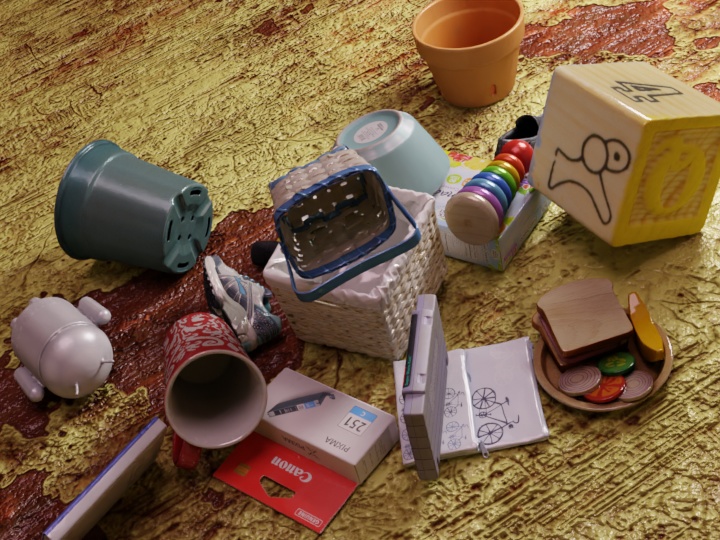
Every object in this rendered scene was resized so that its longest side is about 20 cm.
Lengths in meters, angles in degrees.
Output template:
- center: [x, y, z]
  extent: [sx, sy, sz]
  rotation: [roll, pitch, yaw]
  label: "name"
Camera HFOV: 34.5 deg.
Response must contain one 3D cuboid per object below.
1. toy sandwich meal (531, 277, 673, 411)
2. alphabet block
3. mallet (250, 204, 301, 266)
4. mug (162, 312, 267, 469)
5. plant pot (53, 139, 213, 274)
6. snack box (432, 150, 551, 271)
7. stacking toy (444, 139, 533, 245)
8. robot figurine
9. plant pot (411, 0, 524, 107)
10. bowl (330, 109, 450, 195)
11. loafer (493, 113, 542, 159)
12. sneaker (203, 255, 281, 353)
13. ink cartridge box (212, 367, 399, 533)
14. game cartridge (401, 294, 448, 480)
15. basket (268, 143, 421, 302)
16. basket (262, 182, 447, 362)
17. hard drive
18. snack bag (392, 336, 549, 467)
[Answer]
- center: [0.314, 0.095, 1.522]
  extent: [0.201, 0.071, 0.207]
  rotation: [-9, 41, 8]
  label: "toy sandwich meal"
- center: [0.386, -0.172, 1.666]
  extent: [0.194, 0.198, 0.200]
  rotation: [-10, 36, -30]
  label: "alphabet block"
- center: [-0.122, -0.074, 1.889]
  extent: [0.065, 0.042, 0.201]
  rotation: [-3, 37, 18]
  label: "mallet"
- center: [-0.223, 0.152, 1.568]
  extent: [0.177, 0.134, 0.200]
  rotation: [-43, 22, 0]
  label: "mug"
- center: [-0.356, -0.092, 1.873]
  extent: [0.193, 0.202, 0.201]
  rotation: [15, 49, 22]
  label: "plant pot"
- center: [0.169, -0.097, 1.789]
  extent: [0.198, 0.068, 0.169]
  rotation: [16, 50, 33]
  label: "snack box"
- center: [0.199, -0.127, 1.709]
  extent: [0.084, 0.086, 0.201]
  rotation: [11, 42, 28]
  label: "stacking toy"
- center: [-0.441, 0.115, 1.716]
  extent: [0.199, 0.113, 0.171]
  rotation: [30, 78, 41]
  label: "robot figurine"
- center: [0.197, -0.384, 2.048]
  extent: [0.196, 0.142, 0.202]
  rotation: [-9, 41, 8]
  label: "plant pot"
- center: [0.031, -0.175, 1.808]
  extent: [0.198, 0.106, 0.202]
  rotation: [-19, 33, 13]
  label: "bowl"
- center: [0.280, -0.220, 1.875]
  extent: [0.067, 0.071, 0.200]
  rotation: [15, 37, 34]
  label: "loafer"
- center: [-0.180, 0.046, 1.753]
  extent: [0.085, 0.079, 0.201]
  rotation: [-16, 46, -19]
  label: "sneaker"
- center: [-0.076, 0.230, 1.521]
  extent: [0.198, 0.045, 0.176]
  rotation: [19, 50, 34]
  label: "ink cartridge box"
- center: [0.082, 0.143, 1.467]
  extent: [0.038, 0.131, 0.202]
  rotation: [-6, 42, 15]
  label: "game cartridge"
- center: [-0.026, -0.060, 1.504]
  extent: [0.174, 0.140, 0.201]
  rotation: [-25, 38, 0]
  label: "basket"
- center: [0.000, 0.000, 1.649]
  extent: [0.195, 0.162, 0.202]
  rotation: [11, 53, 28]
  label: "basket"
- center: [-0.329, 0.285, 1.483]
  extent: [0.025, 0.132, 0.200]
  rotation: [39, 58, 5]
  label: "hard drive"
- center: [0.144, 0.170, 1.533]
  extent: [0.196, 0.022, 0.190]
  rotation: [-11, 40, 7]
  label: "snack bag"
